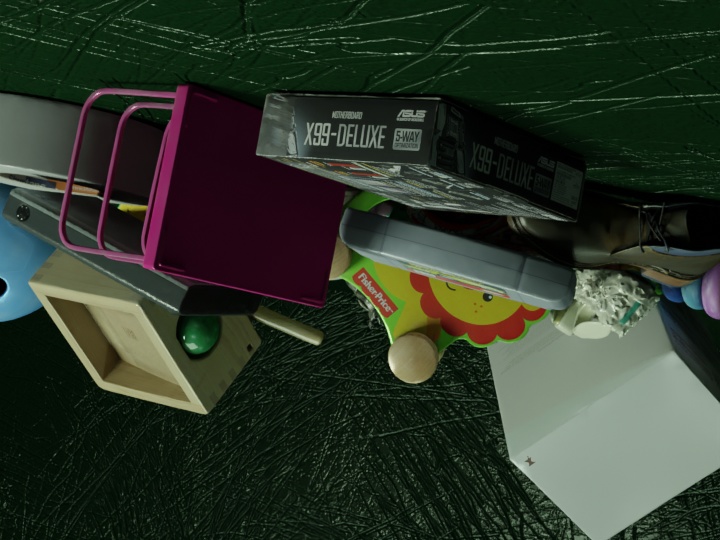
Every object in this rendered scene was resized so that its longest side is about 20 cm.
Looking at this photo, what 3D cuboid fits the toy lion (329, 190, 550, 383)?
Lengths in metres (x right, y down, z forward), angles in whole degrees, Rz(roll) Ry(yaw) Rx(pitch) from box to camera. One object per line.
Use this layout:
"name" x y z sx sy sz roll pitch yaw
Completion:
"toy lion" 0.075 -0.007 1.460 0.200 0.192 0.069 49 -166 -1

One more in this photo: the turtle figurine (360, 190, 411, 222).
"turtle figurine" 0.089 -0.021 1.588 0.200 0.101 0.150 29 158 -36

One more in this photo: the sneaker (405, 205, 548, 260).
"sneaker" 0.138 -0.043 1.369 0.201 0.067 0.108 12 179 1

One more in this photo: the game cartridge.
"game cartridge" 0.084 -0.008 1.349 0.200 0.041 0.133 15 174 11

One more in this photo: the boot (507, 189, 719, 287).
"boot" 0.225 -0.042 1.307 0.200 0.075 0.097 11 158 -25

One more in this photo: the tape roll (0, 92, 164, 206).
"tape roll" -0.279 -0.110 1.458 0.200 0.066 0.200 11 176 1

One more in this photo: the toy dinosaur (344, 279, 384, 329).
"toy dinosaur" 0.000 0.000 1.564 0.200 0.047 0.088 54 -177 -44

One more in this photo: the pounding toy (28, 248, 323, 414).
"pounding toy" -0.179 0.040 1.565 0.200 0.142 0.184 9 140 37

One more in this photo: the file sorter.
"file sorter" -0.124 -0.060 1.268 0.125 0.139 0.200 9 176 39

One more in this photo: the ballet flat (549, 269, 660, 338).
"ballet flat" 0.207 0.030 1.464 0.072 0.072 0.200 11 177 -13

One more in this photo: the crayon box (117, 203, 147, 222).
"crayon box" -0.205 -0.025 1.636 0.119 0.058 0.200 29 140 -8

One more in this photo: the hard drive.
"hard drive" -0.198 -0.015 1.400 0.200 0.033 0.140 28 -171 22

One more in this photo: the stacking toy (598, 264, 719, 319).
"stacking toy" 0.276 -0.009 1.476 0.200 0.085 0.085 13 178 30

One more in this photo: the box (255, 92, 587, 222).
"box" 0.048 -0.082 1.161 0.158 0.050 0.200 7 175 39

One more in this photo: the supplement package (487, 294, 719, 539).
"supplement package" 0.250 0.118 1.552 0.147 0.191 0.200 45 -161 -25

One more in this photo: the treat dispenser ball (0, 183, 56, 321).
"treat dispenser ball" -0.399 -0.045 1.698 0.201 0.201 0.201 10 176 1

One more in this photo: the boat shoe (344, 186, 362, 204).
"boat shoe" -0.048 -0.076 1.590 0.200 0.073 0.063 6 -138 -36
